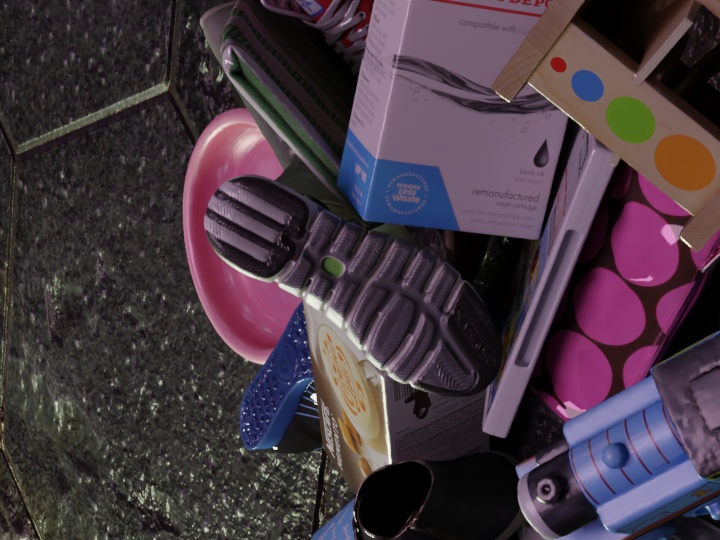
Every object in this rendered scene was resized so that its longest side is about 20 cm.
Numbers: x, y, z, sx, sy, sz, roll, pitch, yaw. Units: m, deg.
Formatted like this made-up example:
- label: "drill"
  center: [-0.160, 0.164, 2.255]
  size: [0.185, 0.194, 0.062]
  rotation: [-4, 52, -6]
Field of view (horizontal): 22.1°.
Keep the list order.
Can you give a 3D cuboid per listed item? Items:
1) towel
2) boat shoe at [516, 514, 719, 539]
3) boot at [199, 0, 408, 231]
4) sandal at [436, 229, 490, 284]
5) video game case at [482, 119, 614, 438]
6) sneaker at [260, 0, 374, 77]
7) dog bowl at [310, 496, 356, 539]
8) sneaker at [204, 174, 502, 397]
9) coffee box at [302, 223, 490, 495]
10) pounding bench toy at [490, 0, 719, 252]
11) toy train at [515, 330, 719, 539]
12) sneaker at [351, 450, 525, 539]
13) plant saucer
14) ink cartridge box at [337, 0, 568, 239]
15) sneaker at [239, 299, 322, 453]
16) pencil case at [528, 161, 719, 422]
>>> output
- label: "towel"
  center: [-0.032, -0.115, 1.224]
  size: [0.023, 0.200, 0.153]
  rotation: [-40, 103, 16]
- label: "boat shoe"
  center: [0.147, 0.175, 1.143]
  size: [0.202, 0.086, 0.075]
  rotation: [11, 107, 53]
- label: "boot"
  center: [-0.061, -0.107, 1.309]
  size: [0.073, 0.182, 0.200]
  rotation: [-34, 72, 33]
- label: "sandal"
  center: [0.046, -0.092, 1.201]
  size: [0.070, 0.078, 0.212]
  rotation: [13, 124, 22]
- label: "video game case"
  center: [0.116, -0.016, 1.118]
  size: [0.143, 0.018, 0.200]
  rotation: [-76, 4, -61]
- label: "sneaker"
  center: [0.000, -0.160, 1.252]
  size: [0.071, 0.112, 0.200]
  rotation: [-30, 73, 50]
- label: "dog bowl"
  center: [0.047, 0.231, 1.288]
  size: [0.200, 0.111, 0.050]
  rotation: [52, 122, 35]
- label: "sneaker"
  center: [0.000, 0.000, 1.134]
  size: [0.075, 0.200, 0.115]
  rotation: [-55, 4, 6]
- label: "coffee box"
  center: [0.025, 0.081, 1.240]
  size: [0.114, 0.080, 0.200]
  rotation: [53, 160, 37]
- label: "pounding bench toy"
  center: [0.200, -0.134, 0.977]
  size: [0.156, 0.200, 0.124]
  rotation: [39, 139, 3]
- label: "toy train"
  center: [0.174, 0.098, 1.023]
  size: [0.200, 0.114, 0.087]
  rotation: [-31, 65, 23]
- label: "sneaker"
  center: [0.013, 0.187, 1.188]
  size: [0.200, 0.106, 0.075]
  rotation: [-54, 52, 20]
- label: "plant saucer"
  center: [-0.069, -0.029, 1.438]
  size: [0.200, 0.051, 0.201]
  rotation: [19, 114, 52]
- label: "ink cartridge box"
  center: [0.065, -0.126, 1.089]
  size: [0.067, 0.116, 0.200]
  rotation: [-122, 41, -64]
- label: "sneaker"
  center: [-0.017, 0.071, 1.363]
  size: [0.200, 0.078, 0.070]
  rotation: [-50, 45, 45]
- label: "pencil case"
  center: [0.167, 0.008, 1.080]
  size: [0.094, 0.091, 0.200]
  rotation: [47, 136, 29]
